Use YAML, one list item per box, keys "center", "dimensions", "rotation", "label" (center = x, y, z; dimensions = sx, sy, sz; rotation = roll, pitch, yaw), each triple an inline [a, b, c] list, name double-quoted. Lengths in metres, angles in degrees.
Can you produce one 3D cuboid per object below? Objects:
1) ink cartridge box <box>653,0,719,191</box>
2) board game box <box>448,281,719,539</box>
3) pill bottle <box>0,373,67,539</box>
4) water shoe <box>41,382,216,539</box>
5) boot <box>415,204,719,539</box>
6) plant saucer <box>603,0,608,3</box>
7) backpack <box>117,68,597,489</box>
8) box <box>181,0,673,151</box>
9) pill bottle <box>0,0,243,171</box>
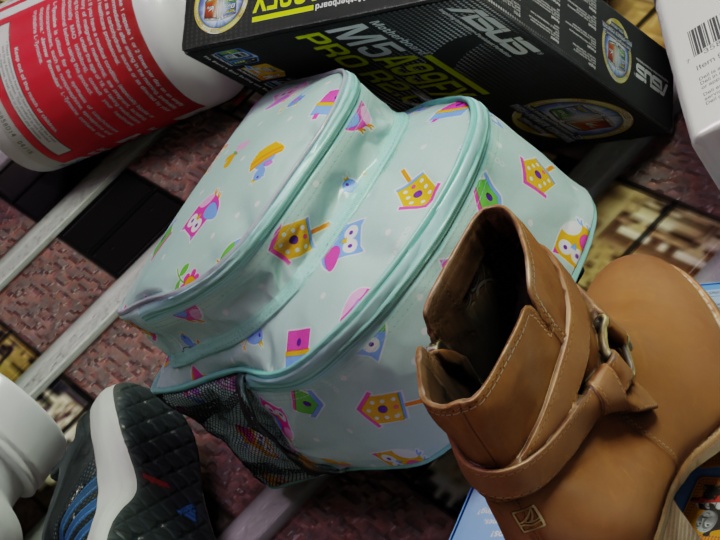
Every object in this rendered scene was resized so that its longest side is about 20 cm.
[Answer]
- center: [0.217, -0.122, 0.956]
  dimensions: [0.145, 0.084, 0.200]
  rotation: [-26, 36, 18]
  label: "ink cartridge box"
- center: [0.114, 0.090, 0.847]
  dimensions: [0.151, 0.037, 0.200]
  rotation: [-6, 44, 40]
  label: "board game box"
- center: [-0.241, 0.142, 1.048]
  dimensions: [0.120, 0.120, 0.200]
  rotation: [8, 55, 48]
  label: "pill bottle"
- center: [-0.113, 0.140, 0.993]
  dimensions: [0.079, 0.071, 0.200]
  rotation: [-50, 24, 24]
  label: "water shoe"
- center: [0.076, 0.030, 0.778]
  dimensions: [0.077, 0.155, 0.200]
  rotation: [-16, 39, 31]
  label: "boot"
- center: [0.046, -0.135, 1.185]
  dimensions: [0.200, 0.032, 0.200]
  rotation: [-25, 36, 20]
  label: "plant saucer"
- center: [0.000, 0.000, 0.932]
  dimensions: [0.200, 0.153, 0.176]
  rotation: [-1, 49, 55]
  label: "backpack"
- center: [0.037, -0.104, 0.997]
  dimensions: [0.160, 0.200, 0.044]
  rotation: [-6, 73, 32]
  label: "box"
- center: [-0.139, -0.143, 1.295]
  dimensions: [0.200, 0.112, 0.112]
  rotation: [-19, 38, 27]
  label: "pill bottle"
